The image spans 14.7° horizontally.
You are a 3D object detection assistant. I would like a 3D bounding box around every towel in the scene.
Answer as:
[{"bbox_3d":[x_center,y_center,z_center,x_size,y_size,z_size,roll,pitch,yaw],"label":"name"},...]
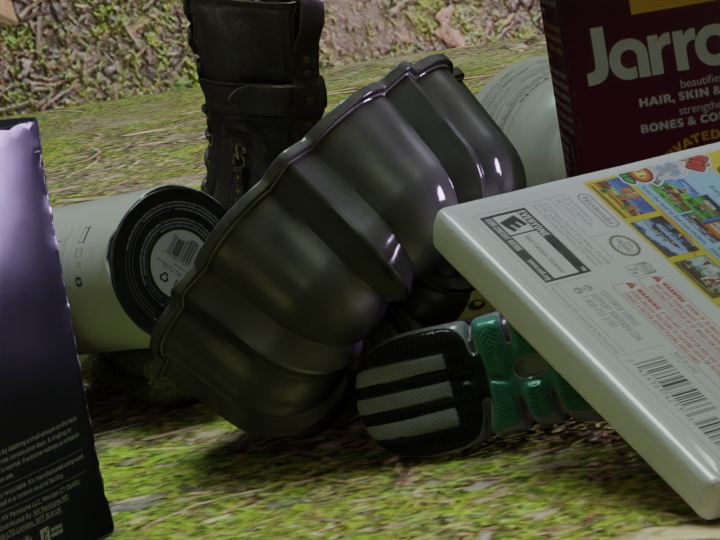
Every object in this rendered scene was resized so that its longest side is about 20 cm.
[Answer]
[{"bbox_3d":[-0.075,0.034,1.528,0.148,0.037,0.200,-13,9,-15],"label":"towel"}]

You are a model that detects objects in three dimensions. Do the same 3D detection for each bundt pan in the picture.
[{"bbox_3d":[0.000,0.000,1.282,0.202,0.076,0.202,-42,-15,-15],"label":"bundt pan"}]

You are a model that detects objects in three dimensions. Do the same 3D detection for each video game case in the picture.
[{"bbox_3d":[0.157,0.016,1.150,0.182,0.023,0.200,-14,39,-28],"label":"video game case"}]

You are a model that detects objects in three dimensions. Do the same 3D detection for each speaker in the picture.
[{"bbox_3d":[-0.143,0.004,1.454,0.081,0.081,0.200,-15,4,-34],"label":"speaker"}]

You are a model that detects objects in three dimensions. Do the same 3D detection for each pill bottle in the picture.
[{"bbox_3d":[0.135,-0.063,1.615,0.114,0.115,0.200,-11,9,-11],"label":"pill bottle"}]

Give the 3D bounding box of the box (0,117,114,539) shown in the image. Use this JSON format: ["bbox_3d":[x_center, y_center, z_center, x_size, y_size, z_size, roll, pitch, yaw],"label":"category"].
[{"bbox_3d":[-0.225,0.039,1.179,0.200,0.182,0.104,-4,10,35],"label":"box"}]

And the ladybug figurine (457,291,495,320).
[{"bbox_3d":[0.024,-0.020,1.507,0.072,0.136,0.200,-40,21,-15],"label":"ladybug figurine"}]

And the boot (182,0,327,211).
[{"bbox_3d":[-0.065,-0.070,1.482,0.069,0.174,0.200,-17,11,-36],"label":"boot"}]

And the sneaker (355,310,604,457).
[{"bbox_3d":[0.099,0.033,1.246,0.200,0.075,0.088,-8,4,10],"label":"sneaker"}]

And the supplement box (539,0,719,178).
[{"bbox_3d":[0.166,-0.067,1.379,0.131,0.200,0.103,-10,8,0],"label":"supplement box"}]
